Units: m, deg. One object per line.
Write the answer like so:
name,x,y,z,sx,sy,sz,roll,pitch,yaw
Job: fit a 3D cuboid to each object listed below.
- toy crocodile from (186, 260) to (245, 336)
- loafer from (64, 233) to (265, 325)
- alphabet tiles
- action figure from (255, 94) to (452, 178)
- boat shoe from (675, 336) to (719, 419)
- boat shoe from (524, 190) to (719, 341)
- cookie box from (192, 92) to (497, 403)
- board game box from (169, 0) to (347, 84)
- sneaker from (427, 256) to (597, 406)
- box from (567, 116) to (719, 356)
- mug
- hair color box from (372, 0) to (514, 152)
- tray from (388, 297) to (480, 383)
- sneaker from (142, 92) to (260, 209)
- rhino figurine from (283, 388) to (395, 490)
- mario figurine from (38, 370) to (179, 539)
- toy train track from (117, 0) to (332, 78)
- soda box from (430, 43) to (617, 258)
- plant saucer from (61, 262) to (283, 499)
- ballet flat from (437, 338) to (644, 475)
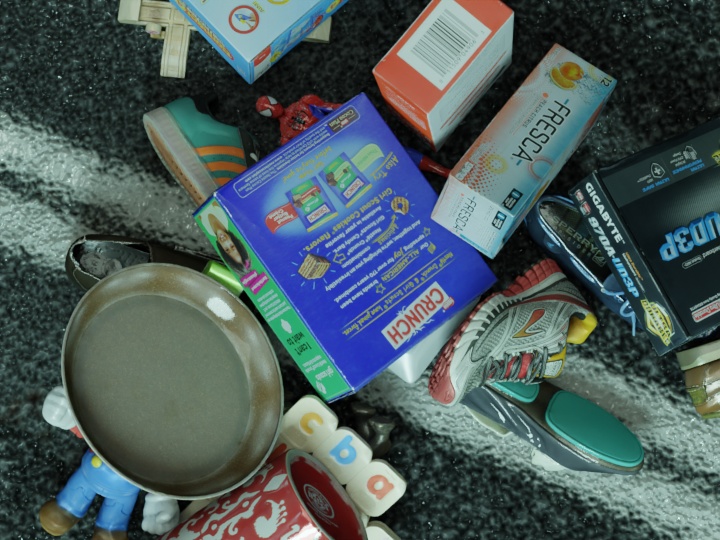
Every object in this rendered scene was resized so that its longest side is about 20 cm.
toy crocodile,-0.163,0.070,1.429,0.067,0.062,0.200,31,120,-18
loafer,-0.175,0.012,1.460,0.199,0.071,0.073,10,85,6
alphabet tiles,-0.063,0.202,1.414,0.200,0.015,0.196,43,115,-3
action figure,-0.005,-0.111,1.470,0.199,0.052,0.066,25,92,10
boat shoe,0.376,0.072,1.403,0.199,0.072,0.068,-19,86,13
boat shoe,0.225,0.002,1.421,0.200,0.069,0.084,28,87,8
cookie box,-0.013,-0.018,1.382,0.171,0.075,0.200,-36,91,-23
board game box,-0.094,-0.307,1.475,0.196,0.056,0.200,-41,81,-11
sneaker,0.132,0.060,1.372,0.082,0.078,0.200,44,47,14
box,0.292,-0.037,1.381,0.200,0.046,0.159,-22,80,-32
mug,-0.093,0.251,1.378,0.200,0.177,0.134,-39,67,14
hair color box,0.073,-0.174,1.390,0.064,0.200,0.111,40,89,8
tray,0.000,0.000,1.460,0.200,0.022,0.107,37,80,8
sneaker,-0.112,-0.082,1.453,0.080,0.071,0.200,-29,68,-16
rhino figurine,-0.070,0.153,1.439,0.199,0.060,0.088,9,103,9
mario figurine,-0.213,0.166,1.389,0.106,0.123,0.200,59,134,40
toy train track,-0.127,-0.233,1.502,0.199,0.033,0.115,6,85,6
soda box,0.142,-0.105,1.397,0.068,0.064,0.200,34,55,9
plant saucer,-0.155,0.092,1.327,0.200,0.032,0.201,16,59,-29
ballet flat,0.151,0.128,1.421,0.200,0.073,0.073,32,88,7
